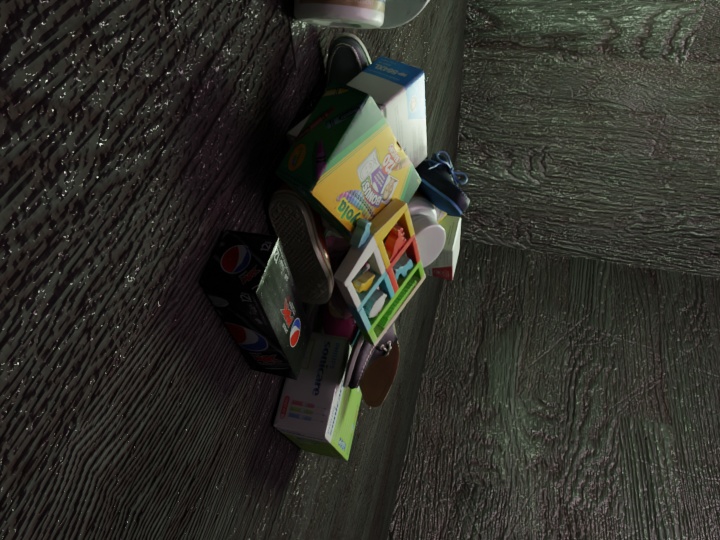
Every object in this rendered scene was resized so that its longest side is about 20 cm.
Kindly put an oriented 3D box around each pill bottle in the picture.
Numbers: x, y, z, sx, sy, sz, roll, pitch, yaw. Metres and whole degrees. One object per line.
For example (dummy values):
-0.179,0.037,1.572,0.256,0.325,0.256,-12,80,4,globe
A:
-0.019,-0.389,0.645,0.111,0.108,0.206,-47,143,-68,pill bottle
0.048,-0.092,0.912,0.107,0.200,0.111,-22,136,-22,pill bottle

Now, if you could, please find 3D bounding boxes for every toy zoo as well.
0.028,0.000,0.738,0.132,0.020,0.202,-51,149,-19,toy zoo

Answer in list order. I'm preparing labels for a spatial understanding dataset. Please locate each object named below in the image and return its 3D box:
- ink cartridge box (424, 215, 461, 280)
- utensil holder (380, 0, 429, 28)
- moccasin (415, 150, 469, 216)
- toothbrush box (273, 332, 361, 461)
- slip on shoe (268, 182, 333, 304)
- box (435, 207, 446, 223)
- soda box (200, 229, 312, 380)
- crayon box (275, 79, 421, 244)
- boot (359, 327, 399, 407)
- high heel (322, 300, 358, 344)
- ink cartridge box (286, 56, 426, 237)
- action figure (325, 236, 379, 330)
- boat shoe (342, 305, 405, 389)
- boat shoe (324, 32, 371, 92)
0.116,-0.063,1.255,0.146,0.195,0.085,72,33,-63,ink cartridge box
0.054,-0.458,0.803,0.202,0.165,0.173,-65,159,-46,utensil holder
0.112,-0.154,0.884,0.068,0.200,0.081,-41,131,1,moccasin
-0.057,0.205,0.909,0.201,0.084,0.149,74,26,-63,toothbrush box
-0.071,-0.031,0.743,0.062,0.072,0.203,-71,159,-44,slip on shoe
0.078,-0.083,1.126,0.117,0.048,0.201,36,95,-36,box
-0.108,0.046,0.637,0.202,0.062,0.072,79,24,-54,soda box
-0.005,-0.110,0.673,0.120,0.058,0.200,-58,152,-4,crayon box
0.027,0.124,0.973,0.146,0.068,0.206,107,-9,-80,boot
-0.029,0.032,0.963,0.097,0.065,0.204,98,-6,-52,high heel
0.003,-0.170,0.781,0.200,0.083,0.148,-45,148,-26,ink cartridge box
0.000,0.000,0.852,0.148,0.135,0.200,-38,178,-21,action figure
0.030,0.090,0.856,0.074,0.059,0.203,118,-3,-59,boat shoe
-0.021,-0.232,0.825,0.063,0.071,0.203,-73,170,-47,boat shoe
